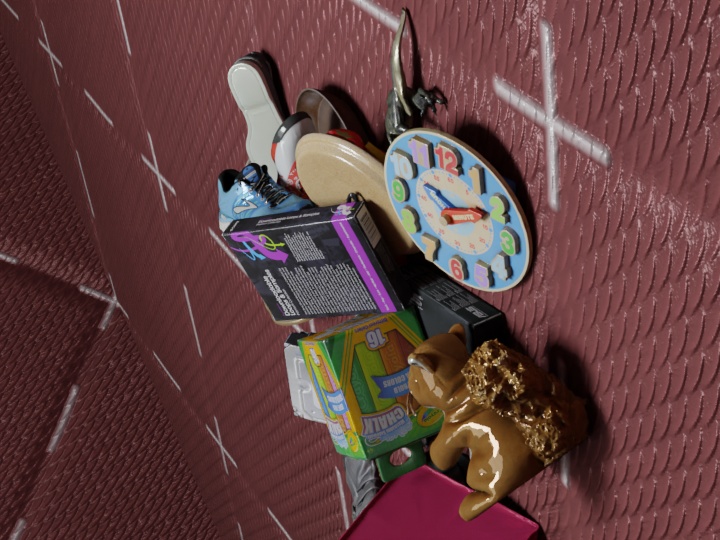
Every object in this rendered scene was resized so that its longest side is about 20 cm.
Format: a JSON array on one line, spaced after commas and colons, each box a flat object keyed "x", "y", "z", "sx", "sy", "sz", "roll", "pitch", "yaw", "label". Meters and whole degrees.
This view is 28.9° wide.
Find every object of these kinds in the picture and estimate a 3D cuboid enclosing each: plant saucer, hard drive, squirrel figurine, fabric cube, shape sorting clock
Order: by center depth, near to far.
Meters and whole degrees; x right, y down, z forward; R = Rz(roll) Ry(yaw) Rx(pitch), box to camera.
[{"x": 0.099, "y": -0.061, "z": 1.472, "sx": 0.200, "sy": 0.039, "sz": 0.200, "roll": 33, "pitch": 142, "yaw": 30, "label": "shape sorting clock"}, {"x": 0.139, "y": 0.136, "z": 1.488, "sx": 0.187, "sy": 0.141, "sz": 0.200, "roll": 55, "pitch": 141, "yaw": 11, "label": "squirrel figurine"}, {"x": 0.090, "y": 0.394, "z": 1.729, "sx": 0.200, "sy": 0.196, "sz": 0.200, "roll": 26, "pitch": 140, "yaw": 26, "label": "fabric cube"}, {"x": -0.024, "y": -0.141, "z": 1.779, "sx": 0.200, "sy": 0.034, "sz": 0.201, "roll": 52, "pitch": 155, "yaw": 38, "label": "plant saucer"}, {"x": -0.001, "y": 0.158, "z": 1.860, "sx": 0.199, "sy": 0.038, "sz": 0.140, "roll": 13, "pitch": 133, "yaw": 20, "label": "hard drive"}]

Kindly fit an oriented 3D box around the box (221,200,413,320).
[{"x": -0.052, "y": -0.008, "z": 1.665, "sx": 0.199, "sy": 0.036, "sz": 0.143, "roll": -6, "pitch": 126, "yaw": 34, "label": "box"}]

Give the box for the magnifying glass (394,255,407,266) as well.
[{"x": 0.000, "y": 0.000, "z": 1.825, "sx": 0.200, "sy": 0.079, "sz": 0.022, "roll": -12, "pitch": 100, "yaw": 60, "label": "magnifying glass"}]

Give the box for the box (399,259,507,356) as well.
[{"x": 0.114, "y": 0.108, "z": 1.661, "sx": 0.200, "sy": 0.047, "sz": 0.194, "roll": 36, "pitch": 145, "yaw": 56, "label": "box"}]

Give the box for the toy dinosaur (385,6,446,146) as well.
[{"x": 0.053, "y": -0.177, "z": 1.525, "sx": 0.088, "sy": 0.047, "sz": 0.200, "roll": -122, "pitch": 24, "yaw": -43, "label": "toy dinosaur"}]

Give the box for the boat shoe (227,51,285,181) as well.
[{"x": -0.130, "y": -0.215, "z": 1.971, "sx": 0.062, "sy": 0.073, "sz": 0.200, "roll": -66, "pitch": -35, "yaw": -52, "label": "boat shoe"}]

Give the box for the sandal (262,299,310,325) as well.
[{"x": -0.118, "y": 0.030, "z": 2.144, "sx": 0.070, "sy": 0.077, "sz": 0.212, "roll": 66, "pitch": 166, "yaw": -14, "label": "sandal"}]

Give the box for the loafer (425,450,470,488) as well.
[{"x": 0.094, "y": 0.282, "z": 1.874, "sx": 0.072, "sy": 0.063, "sz": 0.200, "roll": 66, "pitch": 160, "yaw": 5, "label": "loafer"}]

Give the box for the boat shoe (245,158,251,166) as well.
[{"x": -0.118, "y": -0.077, "z": 2.062, "sx": 0.057, "sy": 0.067, "sz": 0.201, "roll": 93, "pitch": 158, "yaw": -82, "label": "boat shoe"}]

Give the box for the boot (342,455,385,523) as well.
[{"x": 0.017, "y": 0.255, "z": 1.806, "sx": 0.200, "sy": 0.070, "sz": 0.132, "roll": 92, "pitch": 175, "yaw": -47, "label": "boot"}]

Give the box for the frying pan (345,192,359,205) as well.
[{"x": -0.018, "y": -0.030, "z": 1.682, "sx": 0.115, "sy": 0.031, "sz": 0.190, "roll": 13, "pitch": 135, "yaw": 38, "label": "frying pan"}]

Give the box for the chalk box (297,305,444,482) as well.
[{"x": 0.025, "y": 0.156, "z": 1.696, "sx": 0.201, "sy": 0.125, "sz": 0.124, "roll": 69, "pitch": 162, "yaw": -4, "label": "chalk box"}]

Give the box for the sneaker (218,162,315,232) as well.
[{"x": -0.128, "y": -0.088, "z": 1.755, "sx": 0.200, "sy": 0.078, "sz": 0.090, "roll": 12, "pitch": 122, "yaw": 52, "label": "sneaker"}]

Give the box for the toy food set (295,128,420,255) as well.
[{"x": 0.006, "y": -0.090, "z": 1.638, "sx": 0.198, "sy": 0.049, "sz": 0.200, "roll": 38, "pitch": 157, "yaw": 4, "label": "toy food set"}]

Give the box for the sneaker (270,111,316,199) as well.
[{"x": -0.062, "y": -0.103, "z": 1.783, "sx": 0.108, "sy": 0.067, "sz": 0.202, "roll": 44, "pitch": 146, "yaw": 26, "label": "sneaker"}]
